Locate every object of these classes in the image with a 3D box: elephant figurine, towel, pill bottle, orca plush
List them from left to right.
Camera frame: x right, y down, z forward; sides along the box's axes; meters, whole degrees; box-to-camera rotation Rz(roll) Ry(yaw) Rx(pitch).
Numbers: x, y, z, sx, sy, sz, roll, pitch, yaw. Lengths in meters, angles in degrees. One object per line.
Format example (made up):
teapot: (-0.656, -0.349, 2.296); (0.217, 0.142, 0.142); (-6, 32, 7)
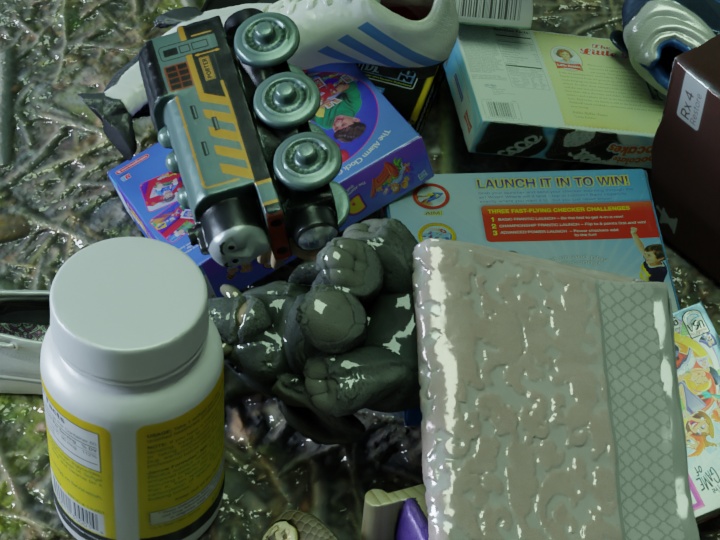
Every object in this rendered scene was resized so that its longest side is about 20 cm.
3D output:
pill bottle: (-0.142, 0.081, 1.343); (0.114, 0.200, 0.114); (2, 47, -2)
orca plush: (-0.125, -0.131, 1.587); (0.105, 0.071, 0.200); (20, 41, 15)
elephant figurine: (-0.031, 0.045, 1.406); (0.142, 0.200, 0.155); (-34, 98, -37)
towel: (0.122, 0.086, 1.336); (0.191, 0.032, 0.200); (8, 65, -25)

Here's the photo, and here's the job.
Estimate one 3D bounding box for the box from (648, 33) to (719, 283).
box: (0.341, -0.090, 1.558); (0.200, 0.166, 0.164); (-29, 56, -27)

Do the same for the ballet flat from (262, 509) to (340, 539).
ballet flat: (-0.024, 0.229, 1.302); (0.046, 0.067, 0.200); (10, 43, -37)

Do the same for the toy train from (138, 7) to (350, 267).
toy train: (-0.079, -0.091, 1.447); (0.114, 0.085, 0.200); (-17, 59, -4)

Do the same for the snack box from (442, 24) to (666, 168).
snack box: (0.169, -0.134, 1.650); (0.200, 0.037, 0.116); (4, 45, -18)

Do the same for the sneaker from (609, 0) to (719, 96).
sneaker: (0.289, -0.160, 1.656); (0.200, 0.081, 0.146); (26, 46, -19)

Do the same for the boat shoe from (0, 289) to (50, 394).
boat shoe: (-0.194, 0.042, 1.467); (0.200, 0.069, 0.072); (5, 46, 2)

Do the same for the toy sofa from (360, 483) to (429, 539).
toy sofa: (0.049, 0.230, 1.295); (0.098, 0.083, 0.200); (-13, 49, -17)

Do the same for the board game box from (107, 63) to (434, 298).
board game box: (-0.067, -0.071, 1.554); (0.200, 0.045, 0.134); (-30, 48, -8)

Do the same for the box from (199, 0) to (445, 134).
box: (-0.033, -0.174, 1.697); (0.200, 0.049, 0.160); (14, 49, 10)

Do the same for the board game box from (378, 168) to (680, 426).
board game box: (0.120, 0.016, 1.520); (0.200, 0.056, 0.196); (-1, 46, -5)

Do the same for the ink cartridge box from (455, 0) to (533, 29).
ink cartridge box: (0.036, -0.229, 1.696); (0.161, 0.050, 0.200); (2, 10, -12)

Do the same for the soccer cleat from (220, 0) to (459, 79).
soccer cleat: (-0.027, -0.185, 1.541); (0.200, 0.086, 0.070); (-4, 42, -9)

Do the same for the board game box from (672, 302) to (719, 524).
board game box: (0.163, 0.117, 1.397); (0.200, 0.034, 0.134); (-21, 72, -13)

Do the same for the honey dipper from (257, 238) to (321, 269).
honey dipper: (0.000, 0.000, 1.462); (0.200, 0.038, 0.038); (19, 48, 5)
